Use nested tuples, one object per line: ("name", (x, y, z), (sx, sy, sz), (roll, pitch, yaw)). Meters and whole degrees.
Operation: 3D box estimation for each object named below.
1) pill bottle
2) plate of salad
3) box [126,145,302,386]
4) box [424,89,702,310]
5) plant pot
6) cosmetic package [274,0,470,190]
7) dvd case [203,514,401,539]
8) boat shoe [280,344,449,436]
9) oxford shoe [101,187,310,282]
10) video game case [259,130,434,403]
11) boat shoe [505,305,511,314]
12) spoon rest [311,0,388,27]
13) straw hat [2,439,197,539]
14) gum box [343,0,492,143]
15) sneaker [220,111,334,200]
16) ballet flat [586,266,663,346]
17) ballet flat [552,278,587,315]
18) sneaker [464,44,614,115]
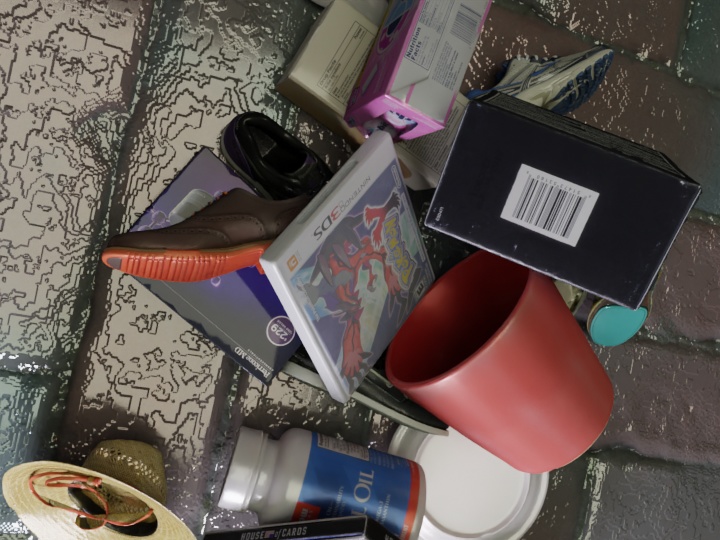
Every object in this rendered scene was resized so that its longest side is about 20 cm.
("pill bottle", (-0.041, 0.229, 0.727), (0.198, 0.112, 0.113), (17, 87, -8))
("plate of salad", (0.123, 0.235, 0.823), (0.198, 0.048, 0.202), (0, 89, -9))
("box", (-0.131, -0.003, 0.710), (0.200, 0.079, 0.141), (42, 82, -17))
("box", (0.186, -0.078, 0.668), (0.199, 0.198, 0.124), (23, 112, 9))
("plant pot", (0.154, 0.099, 0.730), (0.177, 0.200, 0.201), (45, 78, -16))
("cosmetic package", (0.020, -0.183, 0.755), (0.199, 0.071, 0.106), (34, 81, -18))
("dvd case", (-0.036, 0.287, 0.689), (0.150, 0.199, 0.025), (48, 39, -36))
("boat shoe", (0.015, 0.121, 0.761), (0.199, 0.076, 0.061), (26, 78, -13))
("oxford shoe", (-0.132, -0.034, 0.640), (0.198, 0.071, 0.073), (-4, 76, -25))
("video game case", (0.000, 0.000, 0.680), (0.183, 0.023, 0.201), (-51, 139, -29))
("boat shoe", (0.176, -0.041, 0.811), (0.074, 0.086, 0.204), (1, 93, -19))
("spoon rest", (0.001, -0.305, 0.759), (0.200, 0.061, 0.100), (40, 78, -4))
("straw hat", (-0.229, 0.211, 0.676), (0.201, 0.201, 0.085), (37, 38, -17))
("gum box", (0.059, -0.220, 0.669), (0.066, 0.113, 0.201), (23, 83, -19))
("sneaker", (-0.058, -0.083, 0.724), (0.200, 0.087, 0.076), (39, 80, -18))
("ballet flat", (0.315, 0.020, 0.835), (0.070, 0.201, 0.071), (-3, 57, 5))
("ballet flat", (0.247, -0.025, 0.805), (0.064, 0.067, 0.201), (-47, 147, -46))
("sneaker", (0.203, -0.220, 0.810), (0.199, 0.077, 0.085), (-30, 68, -13))
